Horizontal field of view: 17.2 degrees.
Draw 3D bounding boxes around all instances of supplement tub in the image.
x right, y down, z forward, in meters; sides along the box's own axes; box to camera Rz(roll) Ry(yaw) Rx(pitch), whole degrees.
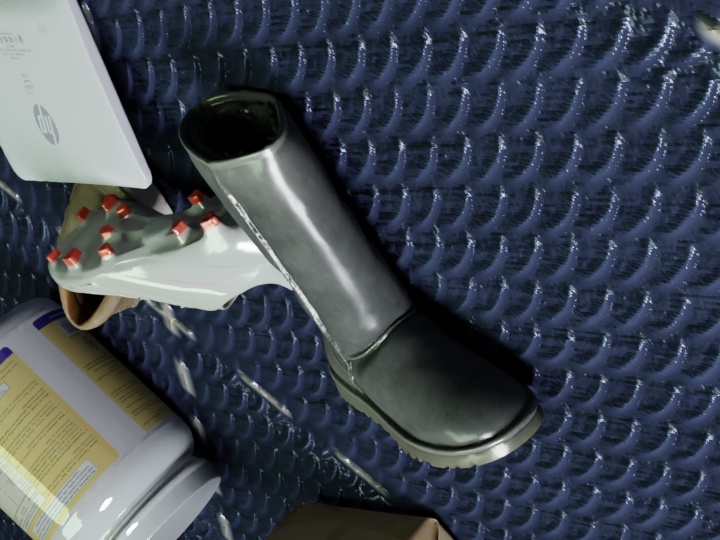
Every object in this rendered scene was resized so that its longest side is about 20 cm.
[{"bbox_3d":[-0.220,0.135,1.821,0.200,0.145,0.145,43,160,8],"label":"supplement tub"}]

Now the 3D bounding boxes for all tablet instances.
[{"bbox_3d":[-0.195,-0.111,1.448,0.200,0.014,0.130,8,124,60],"label":"tablet"}]

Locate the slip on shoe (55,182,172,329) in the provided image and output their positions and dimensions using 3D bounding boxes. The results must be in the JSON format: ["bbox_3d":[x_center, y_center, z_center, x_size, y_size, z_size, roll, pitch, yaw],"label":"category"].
[{"bbox_3d":[-0.168,-0.018,1.545,0.076,0.061,0.200,43,160,7],"label":"slip on shoe"}]

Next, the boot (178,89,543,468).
[{"bbox_3d":[-0.001,0.002,1.267,0.182,0.073,0.200,18,140,48],"label":"boot"}]

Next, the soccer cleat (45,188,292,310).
[{"bbox_3d":[-0.114,-0.005,1.419,0.200,0.069,0.078,-7,132,47],"label":"soccer cleat"}]

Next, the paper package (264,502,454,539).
[{"bbox_3d":[0.028,0.261,1.641,0.191,0.103,0.200,50,159,-16],"label":"paper package"}]
